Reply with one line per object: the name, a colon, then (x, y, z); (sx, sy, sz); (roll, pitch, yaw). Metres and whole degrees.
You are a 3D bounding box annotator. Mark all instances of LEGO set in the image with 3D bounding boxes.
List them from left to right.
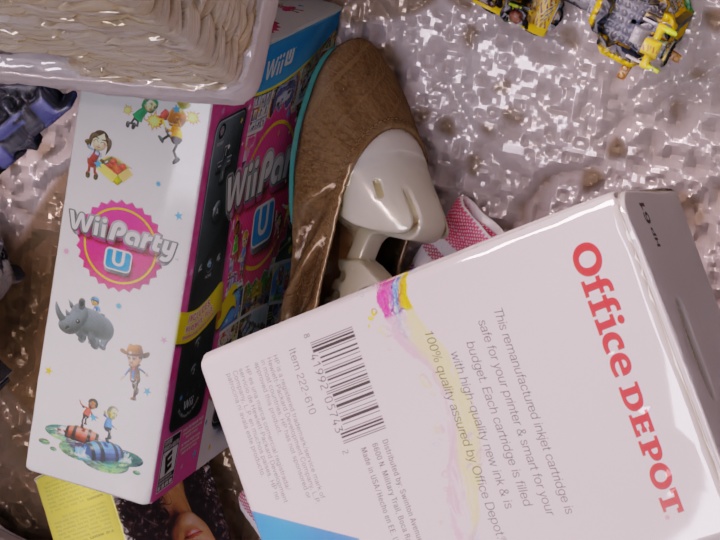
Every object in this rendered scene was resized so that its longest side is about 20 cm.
LEGO set: (0.096, -0.174, 1.179); (0.154, 0.116, 0.200); (36, 113, 6)

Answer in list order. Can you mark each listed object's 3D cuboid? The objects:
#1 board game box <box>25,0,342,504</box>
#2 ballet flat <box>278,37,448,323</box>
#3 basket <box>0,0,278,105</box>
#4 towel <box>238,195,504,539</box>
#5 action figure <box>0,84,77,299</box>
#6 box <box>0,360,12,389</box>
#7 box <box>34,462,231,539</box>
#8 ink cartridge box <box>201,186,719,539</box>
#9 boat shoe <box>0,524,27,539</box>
board game box: (-0.076, -0.016, 1.266); (0.064, 0.148, 0.200); (15, 109, 17)
ballet flat: (0.000, 0.000, 1.269); (0.072, 0.068, 0.200); (17, 95, 44)
basket: (-0.134, -0.181, 1.117); (0.198, 0.161, 0.200); (8, 84, 17)
towel: (0.030, 0.085, 1.286); (0.200, 0.030, 0.146); (-54, 53, 22)
action figure: (-0.214, -0.065, 1.334); (0.200, 0.105, 0.194); (-28, 102, 21)
box: (-0.287, 0.069, 1.299); (0.164, 0.086, 0.200); (43, 115, 0)
box: (-0.085, 0.180, 1.331); (0.050, 0.075, 0.200); (-20, 85, 38)
ink cartridge box: (0.056, 0.066, 1.176); (0.200, 0.085, 0.145); (-22, 84, 24)
boat shoe: (-0.179, 0.163, 1.382); (0.200, 0.067, 0.074); (30, 111, 16)
